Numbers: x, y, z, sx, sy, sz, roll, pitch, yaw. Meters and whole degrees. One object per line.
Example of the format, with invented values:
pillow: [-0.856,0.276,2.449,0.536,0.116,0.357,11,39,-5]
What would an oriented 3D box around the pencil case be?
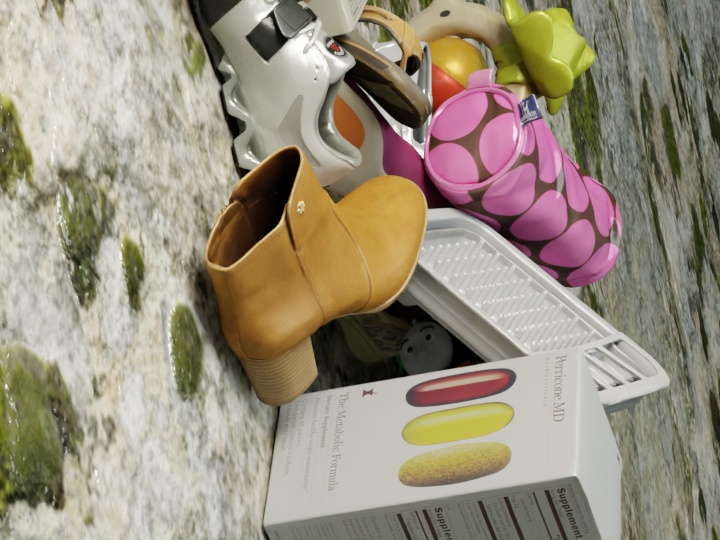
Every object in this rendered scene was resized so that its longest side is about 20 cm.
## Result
pencil case: [0.123,-0.063,1.833,0.200,0.090,0.094,42,40,-55]

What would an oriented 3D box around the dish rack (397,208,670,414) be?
dish rack: [0.101,0.035,1.689,0.200,0.044,0.171,41,20,18]

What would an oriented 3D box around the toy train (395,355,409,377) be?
toy train: [0.050,0.059,1.833,0.056,0.041,0.201,94,12,-63]

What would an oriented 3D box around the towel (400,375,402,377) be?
towel: [0.087,0.099,1.933,0.166,0.085,0.201,52,30,-51]

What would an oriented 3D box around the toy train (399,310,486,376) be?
toy train: [0.097,0.083,1.769,0.200,0.085,0.114,7,53,-57]

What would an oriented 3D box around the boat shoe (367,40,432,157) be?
boat shoe: [0.034,-0.077,1.880,0.072,0.068,0.201,51,33,-61]

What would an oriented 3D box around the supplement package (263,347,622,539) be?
supplement package: [0.055,0.137,1.573,0.114,0.199,0.110,-84,157,-47]

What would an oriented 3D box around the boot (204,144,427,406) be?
boot: [-0.023,-0.028,1.549,0.202,0.070,0.144,-55,149,-34]

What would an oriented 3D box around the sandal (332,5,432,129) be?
sandal: [0.014,-0.151,1.753,0.082,0.055,0.200,43,4,-14]

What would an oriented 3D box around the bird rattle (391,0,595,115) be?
bird rattle: [0.085,-0.127,1.949,0.201,0.163,0.113,-58,155,12]

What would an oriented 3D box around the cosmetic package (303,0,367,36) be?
cosmetic package: [-0.056,-0.259,1.677,0.105,0.071,0.201,-68,144,-62]

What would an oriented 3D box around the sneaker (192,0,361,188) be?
sneaker: [-0.050,-0.147,1.604,0.074,0.088,0.201,-59,135,-65]

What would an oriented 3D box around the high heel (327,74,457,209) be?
high heel: [0.009,-0.088,1.772,0.200,0.067,0.096,51,26,-25]

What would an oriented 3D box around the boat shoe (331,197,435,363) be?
boat shoe: [0.000,0.000,1.722,0.200,0.062,0.074,50,33,-60]
